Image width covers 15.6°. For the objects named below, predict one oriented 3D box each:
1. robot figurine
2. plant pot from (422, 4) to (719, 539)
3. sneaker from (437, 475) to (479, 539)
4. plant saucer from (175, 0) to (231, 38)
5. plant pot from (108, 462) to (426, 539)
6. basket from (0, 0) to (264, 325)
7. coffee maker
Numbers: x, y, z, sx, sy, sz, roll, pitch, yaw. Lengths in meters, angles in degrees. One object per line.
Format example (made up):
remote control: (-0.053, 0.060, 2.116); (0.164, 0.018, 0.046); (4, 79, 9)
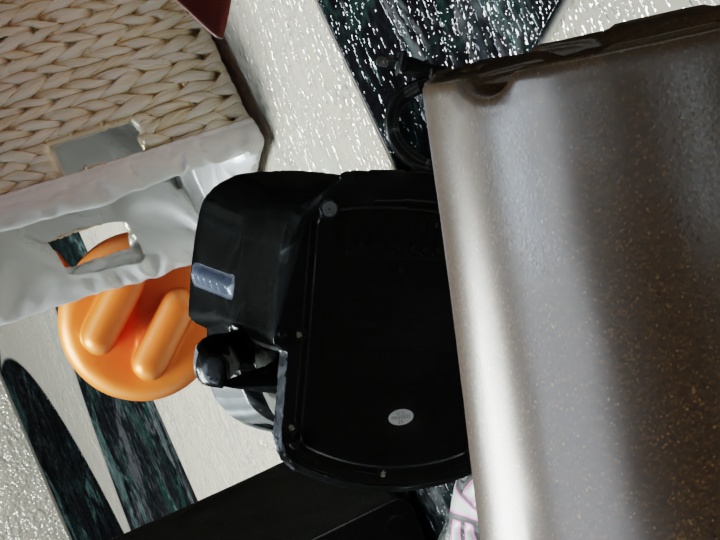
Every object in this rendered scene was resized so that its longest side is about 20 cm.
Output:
robot figurine: (-0.153, 0.031, 1.841); (0.200, 0.143, 0.118); (-141, 40, -84)
plant pot: (0.111, 0.022, 0.792); (0.200, 0.199, 0.200); (-173, 70, -74)
sneaker: (0.078, 0.111, 1.271); (0.200, 0.080, 0.087); (138, 121, -66)
plant saucer: (-0.142, -0.238, 1.391); (0.200, 0.037, 0.200); (41, -164, -31)
plant pot: (-0.036, 0.232, 1.625); (0.177, 0.199, 0.201); (-18, 94, 62)
basket: (-0.182, -0.083, 1.660); (0.200, 0.197, 0.162); (109, 141, -69)
coffee maker: (0.000, 0.000, 1.277); (0.134, 0.193, 0.200); (28, 178, -17)
